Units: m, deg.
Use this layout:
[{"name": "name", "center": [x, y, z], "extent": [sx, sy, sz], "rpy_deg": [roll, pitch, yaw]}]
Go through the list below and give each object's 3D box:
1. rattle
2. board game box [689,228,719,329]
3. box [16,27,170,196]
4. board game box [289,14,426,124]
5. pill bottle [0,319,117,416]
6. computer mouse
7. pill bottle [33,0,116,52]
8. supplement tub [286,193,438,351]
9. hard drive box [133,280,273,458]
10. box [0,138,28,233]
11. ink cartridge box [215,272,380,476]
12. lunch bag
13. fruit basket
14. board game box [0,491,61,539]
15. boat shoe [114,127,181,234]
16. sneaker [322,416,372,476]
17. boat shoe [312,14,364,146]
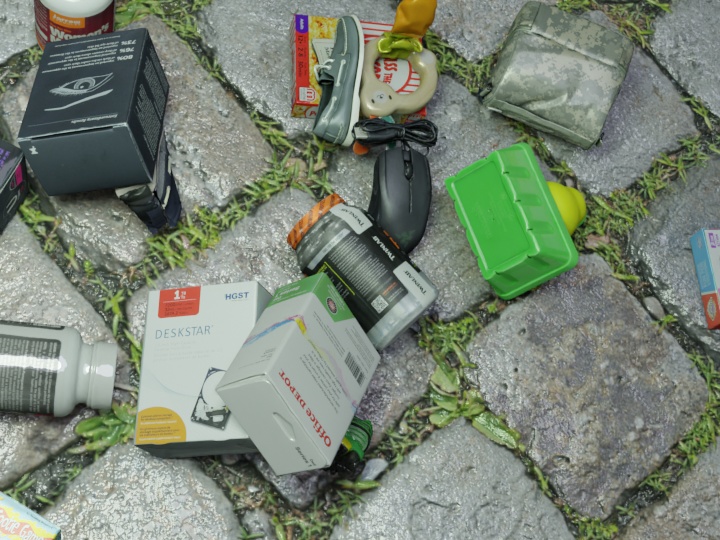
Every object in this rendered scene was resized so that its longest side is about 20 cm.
[{"name": "rattle", "center": [0.057, -0.271, 1.526], "extent": [0.130, 0.143, 0.201], "rpy_deg": [38, 58, -19]}, {"name": "board game box", "center": [0.618, 0.012, 1.666], "extent": [0.199, 0.040, 0.154], "rpy_deg": [1, 69, -15]}, {"name": "box", "center": [-0.342, -0.207, 1.405], "extent": [0.147, 0.105, 0.201], "rpy_deg": [-6, 49, 8]}, {"name": "board game box", "center": [-0.005, -0.298, 1.617], "extent": [0.199, 0.046, 0.152], "rpy_deg": [2, 69, -14]}, {"name": "pill bottle", "center": [-0.399, 0.119, 1.312], "extent": [0.199, 0.111, 0.111], "rpy_deg": [7, 67, -12]}, {"name": "computer mouse", "center": [0.054, -0.112, 1.512], "extent": [0.138, 0.053, 0.201], "rpy_deg": [-2, 97, -27]}, {"name": "pill bottle", "center": [-0.385, -0.369, 1.458], "extent": [0.109, 0.200, 0.110], "rpy_deg": [5, 68, -13]}, {"name": "supplement tub", "center": [0.000, 0.000, 1.460], "extent": [0.122, 0.123, 0.200], "rpy_deg": [-40, 84, -25]}, {"name": "hard drive box", "center": [-0.191, 0.125, 1.350], "extent": [0.155, 0.077, 0.201], "rpy_deg": [-7, 66, 16]}, {"name": "box", "center": [-0.535, -0.132, 1.368], "extent": [0.199, 0.122, 0.106], "rpy_deg": [28, 65, -3]}, {"name": "ink cartridge box", "center": [-0.070, 0.123, 1.296], "extent": [0.145, 0.084, 0.200], "rpy_deg": [57, 35, -22]}, {"name": "lunch bag", "center": [0.294, -0.288, 1.643], "extent": [0.199, 0.139, 0.168], "rpy_deg": [23, 64, -4]}, {"name": "fruit basket", "center": [0.235, -0.075, 1.566], "extent": [0.216, 0.155, 0.216], "rpy_deg": [43, 31, -34]}, {"name": "board game box", "center": [-0.435, 0.358, 1.212], "extent": [0.103, 0.105, 0.201], "rpy_deg": [31, 65, -2]}, {"name": "boat shoe", "center": [-0.287, -0.138, 1.474], "extent": [0.074, 0.093, 0.201], "rpy_deg": [-17, 45, 13]}, {"name": "sneaker", "center": [-0.073, 0.180, 1.407], "extent": [0.200, 0.078, 0.085], "rpy_deg": [39, 41, 5]}, {"name": "boat shoe", "center": [-0.035, -0.276, 1.537], "extent": [0.061, 0.073, 0.201], "rpy_deg": [7, 74, -16]}]
